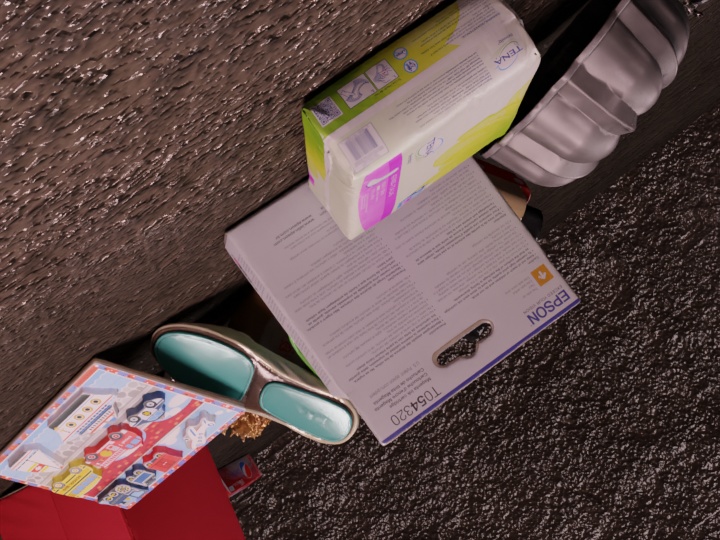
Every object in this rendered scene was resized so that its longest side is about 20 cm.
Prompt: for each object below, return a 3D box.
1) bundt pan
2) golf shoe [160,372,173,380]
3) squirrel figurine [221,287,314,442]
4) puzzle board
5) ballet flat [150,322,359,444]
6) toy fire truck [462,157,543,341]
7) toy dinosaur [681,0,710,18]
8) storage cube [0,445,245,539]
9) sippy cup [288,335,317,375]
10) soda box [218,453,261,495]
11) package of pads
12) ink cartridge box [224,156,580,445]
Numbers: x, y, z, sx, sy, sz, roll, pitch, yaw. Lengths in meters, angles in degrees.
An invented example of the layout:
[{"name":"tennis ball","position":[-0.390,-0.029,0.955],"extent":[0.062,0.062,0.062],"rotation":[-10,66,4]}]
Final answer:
[{"name":"bundt pan","position":[0.184,-0.145,1.061],"extent":[0.202,0.076,0.202],"rotation":[-50,-175,6]},{"name":"golf shoe","position":[-0.148,0.115,1.422],"extent":[0.200,0.077,0.088],"rotation":[-19,172,-22]},{"name":"squirrel figurine","position":[-0.077,0.078,1.331],"extent":[0.200,0.142,0.187],"rotation":[-28,178,4]},{"name":"puzzle board","position":[-0.218,0.152,1.183],"extent":[0.151,0.017,0.200],"rotation":[21,133,-34]},{"name":"ballet flat","position":[-0.092,0.094,1.198],"extent":[0.070,0.200,0.069],"rotation":[-58,-170,17]},{"name":"toy fire truck","position":[0.109,-0.043,1.419],"extent":[0.176,0.128,0.200],"rotation":[-62,-159,24]},{"name":"toy dinosaur","position":[0.324,-0.271,1.299],"extent":[0.088,0.047,0.200],"rotation":[-41,178,-24]},{"name":"storage cube","position":[-0.247,0.285,1.419],"extent":[0.171,0.180,0.200],"rotation":[-29,169,27]},{"name":"sippy cup","position":[0.015,0.014,1.154],"extent":[0.140,0.130,0.178],"rotation":[-49,162,-28]},{"name":"soda box","position":[-0.303,0.488,3.118],"extent":[0.070,0.063,0.200],"rotation":[-39,172,16]},{"name":"package of pads","position":[0.039,-0.103,0.920],"extent":[0.154,0.068,0.200],"rotation":[-35,173,-6]},{"name":"ink cartridge box","position":[0.031,0.001,1.026],"extent":[0.196,0.200,0.043],"rotation":[-34,172,-16]}]
